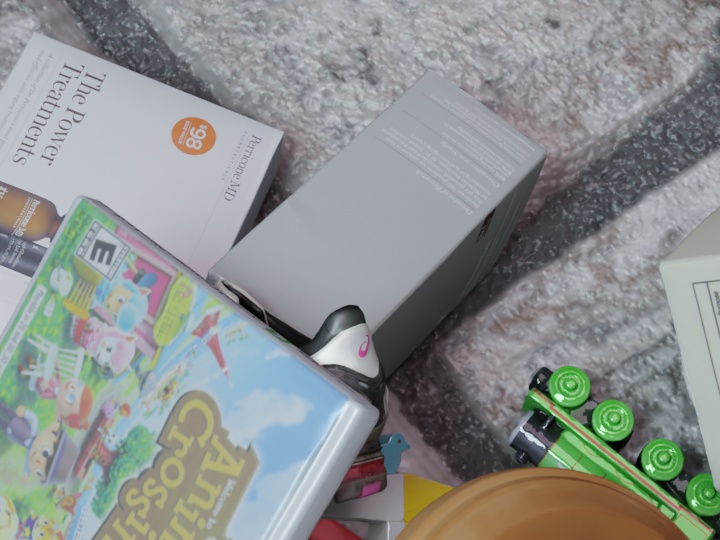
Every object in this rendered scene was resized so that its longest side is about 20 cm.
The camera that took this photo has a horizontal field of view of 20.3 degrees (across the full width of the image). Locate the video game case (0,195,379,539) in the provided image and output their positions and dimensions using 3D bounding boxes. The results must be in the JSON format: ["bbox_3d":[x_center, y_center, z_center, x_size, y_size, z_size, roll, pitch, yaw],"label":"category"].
[{"bbox_3d":[-0.108,0.097,0.872,0.182,0.022,0.201,35,99,30],"label":"video game case"}]

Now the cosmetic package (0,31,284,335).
[{"bbox_3d":[-0.145,-0.012,1.052,0.150,0.052,0.201,22,61,1],"label":"cosmetic package"}]

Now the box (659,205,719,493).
[{"bbox_3d":[0.267,0.026,0.983,0.109,0.199,0.129,-36,115,-53],"label":"box"}]

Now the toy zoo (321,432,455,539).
[{"bbox_3d":[0.015,0.176,0.933,0.130,0.020,0.201,8,77,-30],"label":"toy zoo"}]

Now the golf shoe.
[{"bbox_3d":[-0.069,0.048,0.919,0.199,0.072,0.093,5,98,34],"label":"golf shoe"}]

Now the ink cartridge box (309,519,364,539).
[{"bbox_3d":[-0.081,0.171,0.953,0.116,0.067,0.200,32,62,9],"label":"ink cartridge box"}]

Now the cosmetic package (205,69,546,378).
[{"bbox_3d":[0.000,0.000,1.016,0.090,0.107,0.200,34,52,10],"label":"cosmetic package"}]

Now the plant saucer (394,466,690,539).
[{"bbox_3d":[0.089,0.182,0.853,0.199,0.037,0.202,7,74,-25],"label":"plant saucer"}]

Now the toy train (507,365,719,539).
[{"bbox_3d":[0.159,0.125,1.032,0.200,0.042,0.056,38,74,12],"label":"toy train"}]
